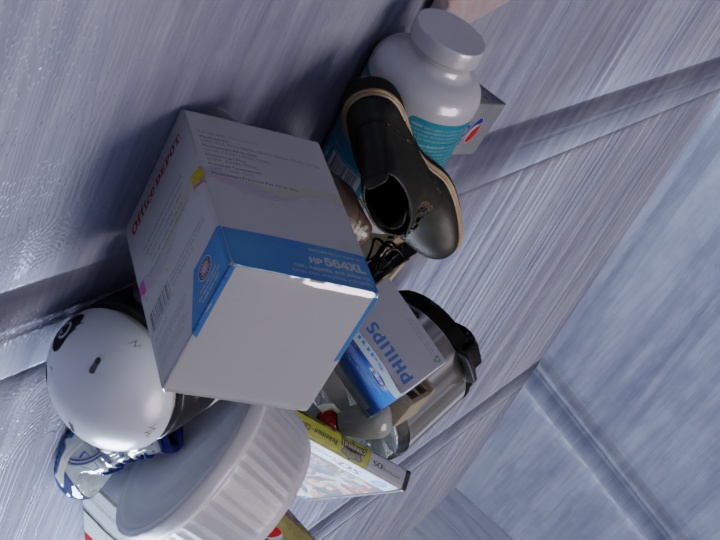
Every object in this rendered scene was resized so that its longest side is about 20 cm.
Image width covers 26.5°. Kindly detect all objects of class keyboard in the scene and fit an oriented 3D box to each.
[{"bbox_3d":[0.000,0.000,1.562,0.104,0.040,0.200,-32,-177,43],"label":"keyboard"}]

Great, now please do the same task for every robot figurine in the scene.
[{"bbox_3d":[-0.171,0.068,1.266,0.124,0.152,0.200,-8,-165,35],"label":"robot figurine"}]

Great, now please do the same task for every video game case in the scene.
[{"bbox_3d":[-0.072,0.198,1.645,0.199,0.180,0.026,-17,-132,53],"label":"video game case"}]

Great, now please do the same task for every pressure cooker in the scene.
[{"bbox_3d":[0.051,0.126,1.991,0.199,0.176,0.179,-37,165,-30],"label":"pressure cooker"}]

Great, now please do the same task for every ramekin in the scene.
[{"bbox_3d":[-0.132,0.191,1.434,0.202,0.094,0.203,-42,-160,19],"label":"ramekin"}]

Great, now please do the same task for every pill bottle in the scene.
[{"bbox_3d":[0.040,-0.140,1.410,0.111,0.111,0.201,-31,157,-52],"label":"pill bottle"}]

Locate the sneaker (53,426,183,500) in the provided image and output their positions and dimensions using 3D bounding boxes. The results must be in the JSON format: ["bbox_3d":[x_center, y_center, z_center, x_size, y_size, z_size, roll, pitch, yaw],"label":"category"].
[{"bbox_3d":[-0.213,0.154,1.417,0.201,0.088,0.075,-56,166,27],"label":"sneaker"}]

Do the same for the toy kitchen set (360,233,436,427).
[{"bbox_3d":[0.061,0.033,1.769,0.201,0.180,0.163,-50,168,20],"label":"toy kitchen set"}]

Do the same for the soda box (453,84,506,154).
[{"bbox_3d":[0.083,-0.164,1.579,0.069,0.063,0.200,-56,165,17],"label":"soda box"}]

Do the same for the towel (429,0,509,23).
[{"bbox_3d":[0.149,-0.325,1.442,0.191,0.032,0.201,-36,160,-48],"label":"towel"}]

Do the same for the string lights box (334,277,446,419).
[{"bbox_3d":[0.016,0.083,1.551,0.059,0.103,0.200,-34,176,-15],"label":"string lights box"}]

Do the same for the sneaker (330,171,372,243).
[{"bbox_3d":[-0.039,-0.053,1.330,0.071,0.075,0.200,-53,-169,2],"label":"sneaker"}]

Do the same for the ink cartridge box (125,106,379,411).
[{"bbox_3d":[-0.089,-0.017,1.154,0.124,0.201,0.129,11,128,-29],"label":"ink cartridge box"}]

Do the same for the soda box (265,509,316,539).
[{"bbox_3d":[-0.104,0.251,1.514,0.064,0.068,0.200,-50,-162,-5],"label":"soda box"}]

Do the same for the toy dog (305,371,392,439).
[{"bbox_3d":[-0.063,0.141,1.706,0.132,0.197,0.097,113,-7,-51],"label":"toy dog"}]

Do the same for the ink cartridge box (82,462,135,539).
[{"bbox_3d":[-0.215,0.228,1.607,0.144,0.083,0.201,-44,163,-27],"label":"ink cartridge box"}]

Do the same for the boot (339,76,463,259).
[{"bbox_3d":[0.038,-0.049,1.321,0.077,0.139,0.201,-25,129,14],"label":"boot"}]
